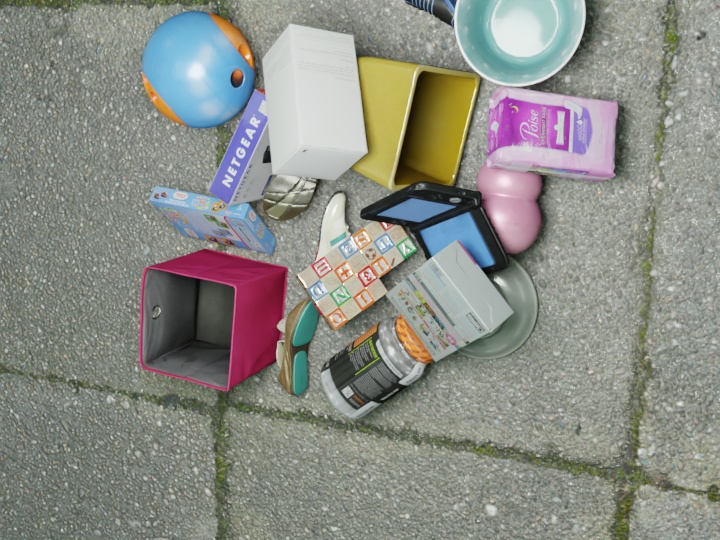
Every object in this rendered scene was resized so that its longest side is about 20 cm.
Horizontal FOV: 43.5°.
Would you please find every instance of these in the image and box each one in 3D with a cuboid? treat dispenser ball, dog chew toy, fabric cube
[{"bbox_3d":[-0.286,-0.354,1.599,0.199,0.201,0.204,5,102,22],"label":"treat dispenser ball"},{"bbox_3d":[0.240,-0.132,1.469,0.123,0.124,0.203,10,96,21],"label":"dog chew toy"},{"bbox_3d":[-0.272,0.084,1.682,0.198,0.199,0.199,11,105,20],"label":"fabric cube"}]

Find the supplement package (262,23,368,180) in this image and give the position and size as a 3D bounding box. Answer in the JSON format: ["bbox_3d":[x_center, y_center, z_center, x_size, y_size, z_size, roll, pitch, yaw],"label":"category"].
[{"bbox_3d":[-0.074,-0.258,1.404,0.117,0.116,0.203,-30,61,56],"label":"supplement package"}]

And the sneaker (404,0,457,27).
[{"bbox_3d":[0.118,-0.456,1.488,0.200,0.070,0.078,50,139,-1],"label":"sneaker"}]

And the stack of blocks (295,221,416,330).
[{"bbox_3d":[0.000,0.000,1.570,0.199,0.059,0.116,-36,91,-9],"label":"stack of blocks"}]

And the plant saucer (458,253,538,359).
[{"bbox_3d":[0.204,0.061,1.556,0.198,0.050,0.203,5,102,23],"label":"plant saucer"}]

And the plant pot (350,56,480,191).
[{"bbox_3d":[0.049,-0.257,1.491,0.199,0.195,0.196,25,110,34],"label":"plant pot"}]

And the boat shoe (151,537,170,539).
[{"bbox_3d":[-0.477,0.625,1.951,0.198,0.060,0.075,-9,97,24],"label":"boat shoe"}]

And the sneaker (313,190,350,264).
[{"bbox_3d":[-0.032,-0.042,1.636,0.092,0.070,0.202,12,103,1],"label":"sneaker"}]

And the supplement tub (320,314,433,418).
[{"bbox_3d":[0.035,0.167,1.609,0.199,0.122,0.123,-37,85,25],"label":"supplement tub"}]

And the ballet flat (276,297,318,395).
[{"bbox_3d":[-0.128,0.137,1.712,0.072,0.067,0.202,21,113,35],"label":"ballet flat"}]

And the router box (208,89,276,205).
[{"bbox_3d":[-0.165,-0.219,1.587,0.049,0.179,0.201,34,112,14],"label":"router box"}]

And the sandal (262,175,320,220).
[{"bbox_3d":[-0.108,-0.181,1.641,0.081,0.055,0.202,25,95,-1],"label":"sandal"}]

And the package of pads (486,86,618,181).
[{"bbox_3d":[0.298,-0.211,1.395,0.197,0.076,0.122,6,81,-9],"label":"package of pads"}]

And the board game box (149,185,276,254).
[{"bbox_3d":[-0.272,-0.092,1.678,0.198,0.151,0.037,11,70,20],"label":"board game box"}]

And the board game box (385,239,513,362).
[{"bbox_3d":[0.140,0.053,1.472,0.148,0.064,0.200,53,151,2],"label":"board game box"}]

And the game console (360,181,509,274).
[{"bbox_3d":[0.114,-0.054,1.453,0.199,0.174,0.118,-21,65,59],"label":"game console"}]

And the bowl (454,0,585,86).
[{"bbox_3d":[0.253,-0.391,1.410,0.198,0.105,0.203,3,101,16],"label":"bowl"}]
